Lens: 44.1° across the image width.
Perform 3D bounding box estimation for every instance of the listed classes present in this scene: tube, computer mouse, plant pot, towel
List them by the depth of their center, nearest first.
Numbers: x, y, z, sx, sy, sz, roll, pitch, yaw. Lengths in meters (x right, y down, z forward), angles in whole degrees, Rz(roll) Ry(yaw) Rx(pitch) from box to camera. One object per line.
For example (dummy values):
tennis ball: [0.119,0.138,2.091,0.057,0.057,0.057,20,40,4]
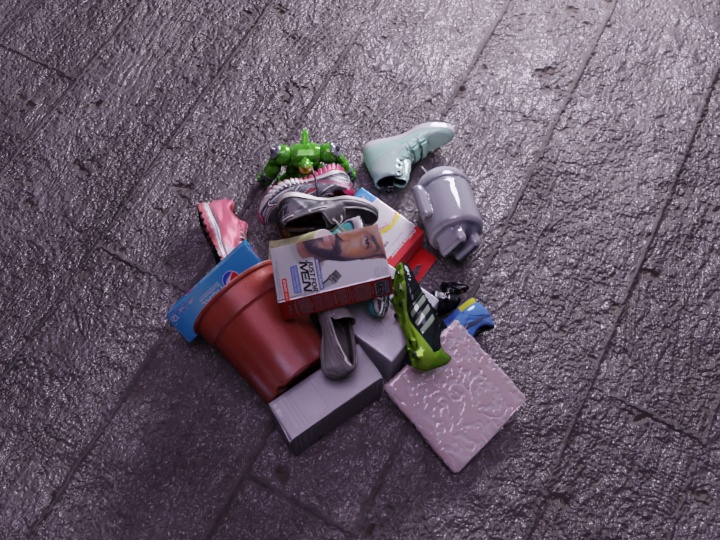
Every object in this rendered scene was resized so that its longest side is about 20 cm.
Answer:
towel: [0.169,0.223,1.592,0.190,0.032,0.201,-41,87,-14]
plant pot: [-0.164,0.121,1.597,0.200,0.201,0.196,-37,77,-17]
computer mouse: [0.160,0.053,1.621,0.057,0.200,0.035,16,78,-1]
tube: [-0.122,-0.036,1.673,0.052,0.198,0.058,51,55,-18]

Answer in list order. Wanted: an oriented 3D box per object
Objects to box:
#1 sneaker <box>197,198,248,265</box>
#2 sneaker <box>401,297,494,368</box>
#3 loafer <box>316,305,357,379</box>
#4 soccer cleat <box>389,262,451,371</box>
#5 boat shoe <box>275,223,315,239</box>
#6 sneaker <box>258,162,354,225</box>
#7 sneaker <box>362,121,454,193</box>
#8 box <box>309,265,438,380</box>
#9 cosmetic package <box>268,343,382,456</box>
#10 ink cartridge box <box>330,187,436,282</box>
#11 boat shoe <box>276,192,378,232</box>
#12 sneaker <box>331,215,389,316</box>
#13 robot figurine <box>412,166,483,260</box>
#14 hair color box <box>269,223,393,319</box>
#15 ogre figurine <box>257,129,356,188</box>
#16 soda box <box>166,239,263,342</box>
sneaker: [-0.253,-0.061,1.742,0.085,0.074,0.203,-20,67,-15]
sneaker: [0.165,0.135,1.651,0.199,0.066,0.079,-37,73,-17]
loafer: [-0.037,0.085,1.546,0.069,0.069,0.204,-23,66,38]
soccer cleat: [0.105,0.080,1.568,0.079,0.068,0.204,-3,64,-22]
boat shoe: [-0.109,-0.059,1.743,0.071,0.068,0.202,-25,66,-12]
sneaker: [-0.106,-0.139,1.720,0.197,0.081,0.075,-26,59,-12]
sneaker: [0.109,-0.226,1.821,0.196,0.074,0.120,-17,58,3]
box: [0.023,0.075,1.656,0.198,0.107,0.153,35,69,16]
cosmetic package: [-0.060,0.230,1.582,0.198,0.107,0.091,-31,67,-12]
ink cartridge box: [0.044,-0.055,1.742,0.198,0.068,0.117,35,68,16]
boat shoe: [-0.059,-0.098,1.670,0.195,0.073,0.069,3,47,-15]
sneaker: [0.000,0.000,1.606,0.078,0.078,0.203,-24,60,9]
robot figurine: [0.172,-0.121,1.745,0.167,0.113,0.203,16,48,-39]
hair color box: [-0.050,0.002,1.521,0.196,0.064,0.113,-13,58,-2]
ogre figurine: [-0.111,-0.213,1.790,0.196,0.121,0.100,15,63,8]
soda box: [-0.267,0.037,1.655,0.199,0.064,0.068,-42,101,1]
